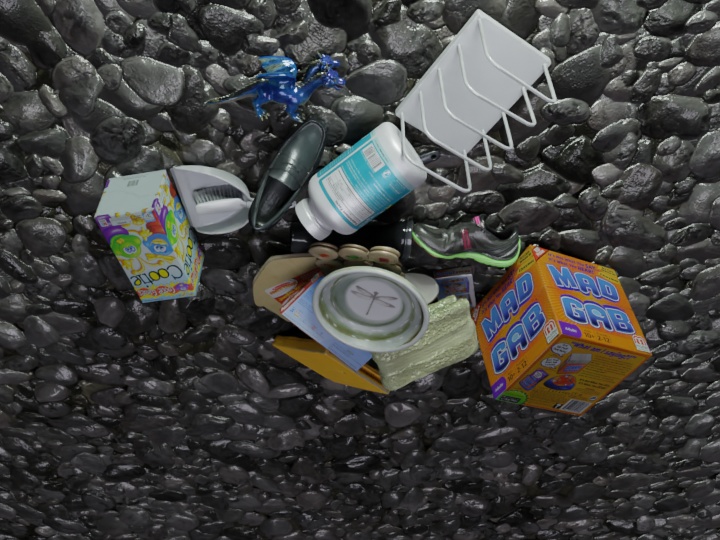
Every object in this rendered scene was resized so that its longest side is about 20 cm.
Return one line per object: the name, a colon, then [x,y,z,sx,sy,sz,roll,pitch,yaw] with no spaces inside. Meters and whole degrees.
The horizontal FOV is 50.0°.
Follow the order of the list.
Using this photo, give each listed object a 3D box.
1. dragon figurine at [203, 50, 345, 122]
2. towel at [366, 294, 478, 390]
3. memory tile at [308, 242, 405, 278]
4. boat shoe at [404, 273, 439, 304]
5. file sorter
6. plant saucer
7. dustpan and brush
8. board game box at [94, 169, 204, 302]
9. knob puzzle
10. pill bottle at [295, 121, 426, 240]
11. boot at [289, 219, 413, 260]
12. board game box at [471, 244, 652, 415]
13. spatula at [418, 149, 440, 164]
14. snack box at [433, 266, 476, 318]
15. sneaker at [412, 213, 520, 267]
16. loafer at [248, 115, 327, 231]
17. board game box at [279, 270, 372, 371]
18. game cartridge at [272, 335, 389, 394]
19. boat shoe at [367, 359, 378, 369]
dragon figurine: [-0.123,-0.274,1.119,0.199,0.059,0.100,6,135,-7]
towel: [0.116,0.134,1.404,0.199,0.037,0.149,-23,127,-1]
memory tile: [0.000,0.000,1.310,0.152,0.017,0.200,5,160,12]
boat shoe: [0.054,0.057,1.448,0.199,0.072,0.068,-23,170,14]
file sorter: [0.165,-0.235,1.113,0.138,0.125,0.200,25,129,-24]
plant saucer: [0.020,0.056,1.298,0.199,0.050,0.201,8,134,8]
dustpan and brush: [-0.204,-0.114,1.276,0.199,0.057,0.140,-7,134,3]
board game box: [-0.351,-0.054,1.306,0.104,0.103,0.201,-8,134,8]
knob puzzle: [-0.110,0.015,1.410,0.218,0.031,0.220,-8,148,-5]
pill bottle: [-0.004,-0.131,1.199,0.200,0.111,0.111,-34,127,16]
boot: [-0.020,-0.057,1.287,0.199,0.066,0.165,7,172,-5]
board game box: [0.352,0.112,1.388,0.199,0.201,0.200,14,134,-23]
spatula: [0.034,-0.162,1.257,0.199,0.021,0.057,-13,129,12]
snack box: [0.188,0.073,1.489,0.071,0.024,0.201,-7,135,8]
sneaker: [0.182,-0.063,1.333,0.199,0.077,0.084,7,117,-11]
loafer: [-0.112,-0.147,1.200,0.068,0.070,0.201,30,104,-11]
board game box: [-0.038,0.093,1.368,0.103,0.019,0.200,-42,122,10]
game cartridge: [-0.057,0.183,1.524,0.176,0.033,0.200,37,161,-31]
boat shoe: [0.097,0.131,1.525,0.200,0.071,0.064,-33,165,31]
